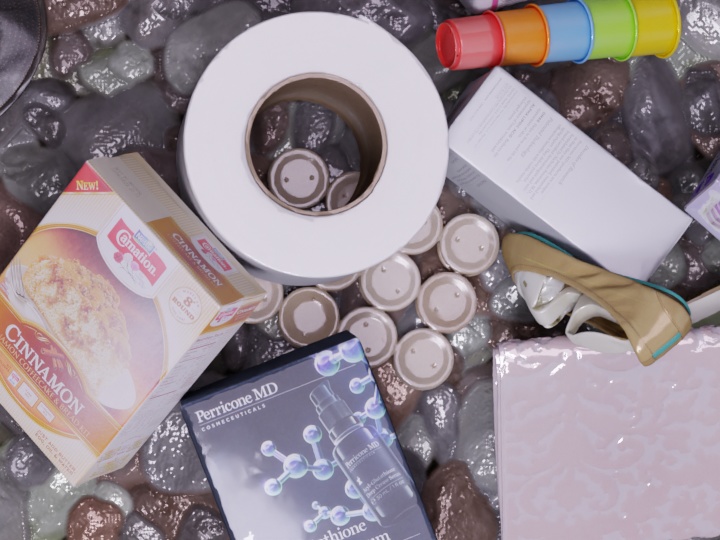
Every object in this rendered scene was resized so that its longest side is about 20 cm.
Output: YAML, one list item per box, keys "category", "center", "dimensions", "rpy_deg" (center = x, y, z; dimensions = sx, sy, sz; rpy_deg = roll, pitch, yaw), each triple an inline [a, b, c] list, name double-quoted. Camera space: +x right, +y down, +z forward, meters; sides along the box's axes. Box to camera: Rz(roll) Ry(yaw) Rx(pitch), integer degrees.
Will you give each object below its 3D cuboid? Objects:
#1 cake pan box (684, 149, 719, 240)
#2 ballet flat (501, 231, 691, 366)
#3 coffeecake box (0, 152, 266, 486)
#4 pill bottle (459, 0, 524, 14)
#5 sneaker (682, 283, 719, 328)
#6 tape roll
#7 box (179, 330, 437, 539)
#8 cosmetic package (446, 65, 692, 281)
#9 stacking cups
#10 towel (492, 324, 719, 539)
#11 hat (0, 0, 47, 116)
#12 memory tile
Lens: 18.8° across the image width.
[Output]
- category: "cake pan box"
  center: [0.369, -0.052, 1.740]
  dimensions: [0.184, 0.052, 0.200]
  rpy_deg: [39, 47, -3]
- category: "ballet flat"
  center: [0.165, 0.021, 1.677]
  dimensions: [0.063, 0.200, 0.069]
  rpy_deg: [-50, 129, -15]
- category: "coffeecake box"
  center: [-0.192, 0.036, 1.641]
  dimensions: [0.154, 0.073, 0.200]
  rpy_deg: [47, 115, 14]
- category: "pill bottle"
  center: [0.167, -0.286, 1.745]
  dimensions: [0.200, 0.113, 0.114]
  rpy_deg: [-18, 89, -8]
- category: "sneaker"
  center: [0.233, 0.088, 1.757]
  dimensions: [0.200, 0.067, 0.090]
  rpy_deg: [-26, 90, -7]
- category: "tape roll"
  center: [-0.040, -0.090, 1.680]
  dimensions: [0.202, 0.139, 0.203]
  rpy_deg: [0, 86, -7]
- category: "box"
  center: [-0.038, 0.166, 1.692]
  dimensions: [0.148, 0.107, 0.200]
  rpy_deg: [-22, 92, -4]
- category: "cosmetic package"
  center: [0.154, -0.066, 1.735]
  dimensions: [0.200, 0.113, 0.081]
  rpy_deg: [36, 84, -5]
- category: "stacking cups"
  center: [0.156, -0.187, 1.745]
  dimensions: [0.200, 0.060, 0.061]
  rpy_deg: [-10, 88, -20]
- category: "towel"
  center: [0.205, 0.134, 1.729]
  dimensions: [0.200, 0.032, 0.191]
  rpy_deg: [-4, 116, -5]
- category: "hat"
  center: [-0.343, -0.204, 1.694]
  dimensions: [0.200, 0.081, 0.201]
  rpy_deg: [1, 86, -8]
- category: "memory tile"
  center: [0.000, 0.000, 1.759]
  dimensions: [0.200, 0.017, 0.153]
  rpy_deg: [21, 85, -6]
